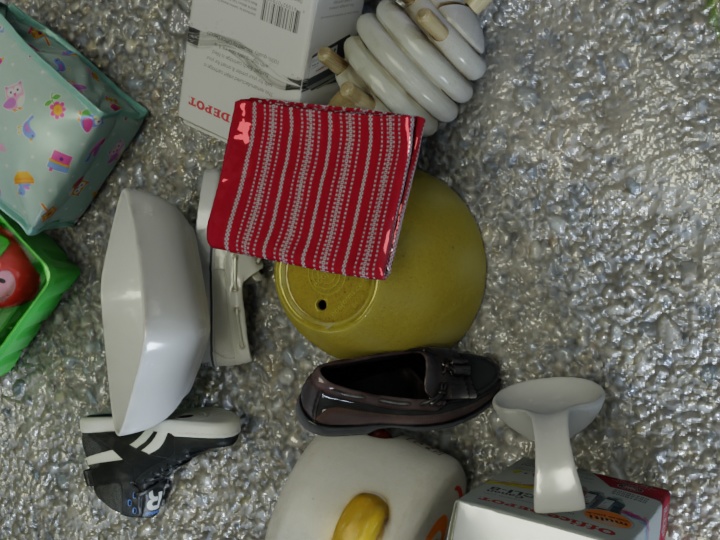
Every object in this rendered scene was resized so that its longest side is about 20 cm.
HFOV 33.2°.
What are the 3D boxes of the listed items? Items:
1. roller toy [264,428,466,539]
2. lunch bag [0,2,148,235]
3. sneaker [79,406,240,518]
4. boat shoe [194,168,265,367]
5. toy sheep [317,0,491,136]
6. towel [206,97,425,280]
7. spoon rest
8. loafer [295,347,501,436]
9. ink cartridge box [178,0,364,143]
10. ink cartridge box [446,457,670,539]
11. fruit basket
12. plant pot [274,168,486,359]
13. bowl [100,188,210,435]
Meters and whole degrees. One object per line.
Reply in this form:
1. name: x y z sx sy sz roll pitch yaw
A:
1. roller toy: 0.012 0.234 1.092 0.140 0.182 0.200 21 133 21
2. lunch bag: -0.354 -0.163 1.273 0.200 0.122 0.170 40 108 11
3. sneaker: -0.202 0.203 1.254 0.200 0.073 0.112 -4 94 32
4. boat shoe: -0.130 -0.002 1.217 0.070 0.071 0.201 1 89 -3
5. toy sheep: 0.046 -0.188 1.088 0.200 0.138 0.138 -39 77 14
6. towel: -0.045 -0.075 1.045 0.200 0.022 0.145 11 86 35
7. spoon rest: 0.162 0.129 1.019 0.099 0.200 0.061 -6 109 7
8. loafer: 0.042 0.102 1.075 0.063 0.200 0.072 105 149 -43
9. ink cartridge box: -0.084 -0.218 1.135 0.144 0.084 0.200 27 120 27
10. ink cartridge box: 0.165 0.258 1.018 0.145 0.200 0.145 11 97 23
11. fruit basket: -0.429 0.025 1.271 0.156 0.216 0.216 45 108 16
12. plant pot: 0.000 0.000 1.110 0.200 0.142 0.201 1 93 23
13. bowl: -0.202 0.040 1.184 0.200 0.074 0.200 114 148 -49
